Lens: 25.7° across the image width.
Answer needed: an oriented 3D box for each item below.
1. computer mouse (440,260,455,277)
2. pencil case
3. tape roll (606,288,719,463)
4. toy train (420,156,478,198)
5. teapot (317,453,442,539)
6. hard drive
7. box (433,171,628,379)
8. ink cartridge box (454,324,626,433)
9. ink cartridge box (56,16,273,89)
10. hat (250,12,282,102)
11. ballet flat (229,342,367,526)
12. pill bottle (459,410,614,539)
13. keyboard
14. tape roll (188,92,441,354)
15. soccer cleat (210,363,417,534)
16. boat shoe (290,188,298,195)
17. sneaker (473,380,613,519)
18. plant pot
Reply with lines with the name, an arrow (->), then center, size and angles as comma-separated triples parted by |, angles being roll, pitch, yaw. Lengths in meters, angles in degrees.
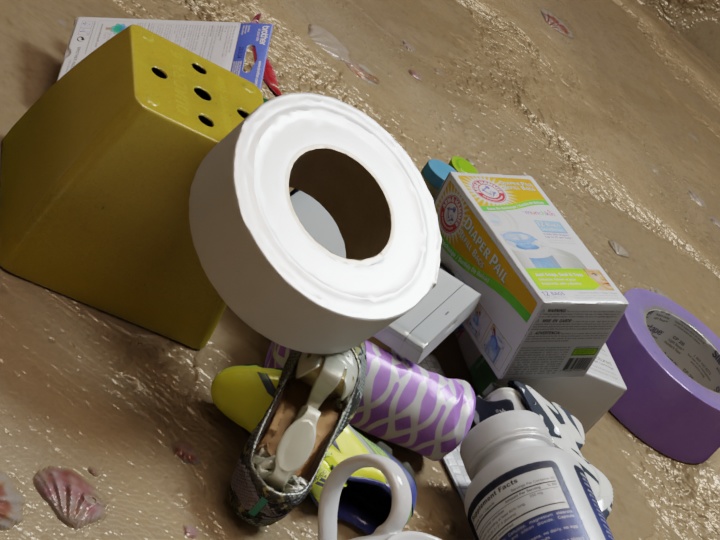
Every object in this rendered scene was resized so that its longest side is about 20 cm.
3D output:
computer mouse -> 0.004, 0.034, 1.508 | 0.140, 0.046, 0.200 | 38, 48, 4
pencil case -> 0.011, 0.098, 1.413 | 0.200, 0.084, 0.086 | 27, 43, -22
tape roll -> 0.355, 0.120, 1.825 | 0.200, 0.085, 0.200 | 30, 27, -17
toy train -> 0.091, -0.081, 1.767 | 0.085, 0.116, 0.200 | 44, 27, 11
teapot -> 0.038, 0.256, 1.131 | 0.200, 0.146, 0.198 | 34, 26, -7
hard drive -> 0.000, 0.000, 1.455 | 0.200, 0.027, 0.132 | 32, 33, 14
box -> 0.153, 0.003, 1.560 | 0.112, 0.102, 0.200 | 1, 40, -33
ink cartridge box -> 0.178, 0.064, 1.684 | 0.145, 0.084, 0.200 | 22, 31, -30
ink cartridge box -> -0.189, -0.195, 1.535 | 0.199, 0.042, 0.120 | 1, 46, 5
hat -> -0.118, -0.162, 1.534 | 0.176, 0.165, 0.200 | 58, -8, 2
ballet flat -> -0.038, 0.110, 1.251 | 0.072, 0.072, 0.201 | 33, 58, -11
pill bottle -> 0.154, 0.223, 1.359 | 0.111, 0.111, 0.200 | 18, 37, -36
keyboard -> 0.085, 0.150, 1.512 | 0.056, 0.011, 0.200 | 17, 33, -38
tape roll -> -0.033, -0.038, 1.254 | 0.202, 0.071, 0.203 | 20, 53, -30
soccer cleat -> -0.039, 0.148, 1.297 | 0.200, 0.065, 0.084 | 35, 31, -7
boat shoe -> -0.014, -0.004, 1.580 | 0.200, 0.075, 0.093 | 44, 42, 11
sneaker -> 0.159, 0.171, 1.486 | 0.129, 0.080, 0.199 | 34, 26, -19
plant pot -> -0.180, -0.087, 1.361 | 0.200, 0.177, 0.200 | 25, 29, -27
